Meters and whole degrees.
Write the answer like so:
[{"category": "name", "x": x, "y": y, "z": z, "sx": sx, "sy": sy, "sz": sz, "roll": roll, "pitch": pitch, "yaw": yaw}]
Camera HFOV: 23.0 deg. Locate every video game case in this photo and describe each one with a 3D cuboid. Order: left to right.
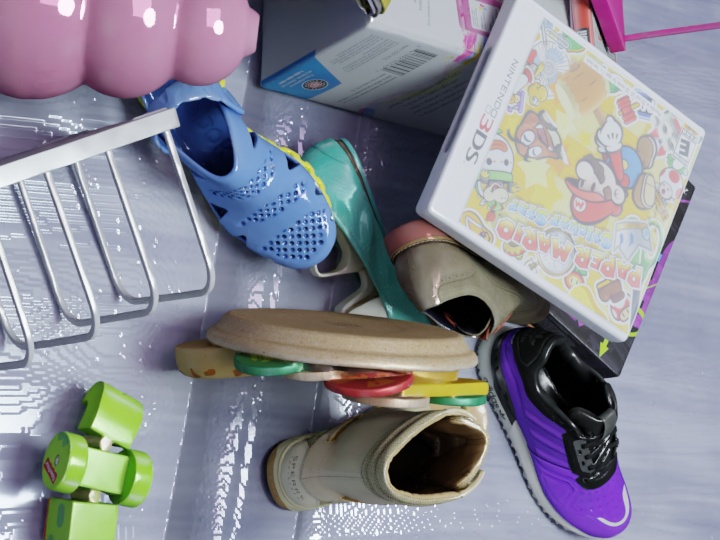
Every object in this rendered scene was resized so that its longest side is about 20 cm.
[{"category": "video game case", "x": 0.152, "y": -0.074, "z": 1.295, "sx": 0.199, "sy": 0.023, "sz": 0.183, "roll": 32, "pitch": 72, "yaw": -26}, {"category": "video game case", "x": 0.189, "y": -0.145, "z": 1.397, "sx": 0.143, "sy": 0.017, "sz": 0.202, "roll": -5, "pitch": 89, "yaw": -75}]

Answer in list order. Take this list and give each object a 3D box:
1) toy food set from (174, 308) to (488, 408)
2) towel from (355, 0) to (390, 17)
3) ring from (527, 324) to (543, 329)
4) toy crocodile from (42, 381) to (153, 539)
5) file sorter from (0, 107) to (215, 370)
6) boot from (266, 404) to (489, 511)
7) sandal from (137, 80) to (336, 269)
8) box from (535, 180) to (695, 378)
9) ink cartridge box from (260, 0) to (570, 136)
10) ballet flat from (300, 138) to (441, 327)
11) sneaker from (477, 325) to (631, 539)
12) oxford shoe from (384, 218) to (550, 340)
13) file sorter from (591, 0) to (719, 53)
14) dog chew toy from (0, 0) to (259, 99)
[{"category": "toy food set", "x": -0.015, "y": 0.060, "z": 1.226, "sx": 0.198, "sy": 0.197, "sz": 0.049, "roll": 3, "pitch": 94, "yaw": -39}, {"category": "towel", "x": 0.021, "y": -0.287, "z": 1.201, "sx": 0.144, "sy": 0.023, "sz": 0.201, "roll": 53, "pitch": 57, "yaw": -42}, {"category": "ring", "x": 0.161, "y": -0.044, "z": 1.485, "sx": 0.199, "sy": 0.019, "sz": 0.203, "roll": 6, "pitch": 80, "yaw": -36}, {"category": "toy crocodile", "x": -0.186, "y": 0.172, "z": 1.167, "sx": 0.067, "sy": 0.061, "sz": 0.202, "roll": 17, "pitch": 77, "yaw": -34}, {"category": "file sorter", "x": -0.214, "y": -0.010, "z": 1.123, "sx": 0.199, "sy": 0.138, "sz": 0.126, "roll": -23, "pitch": 99, "yaw": -37}, {"category": "boot", "x": 0.050, "y": 0.126, "z": 1.285, "sx": 0.199, "sy": 0.155, "sz": 0.074, "roll": -12, "pitch": 89, "yaw": -37}, {"category": "sandal", "x": -0.093, "y": -0.075, "z": 1.246, "sx": 0.079, "sy": 0.087, "sz": 0.200, "roll": -41, "pitch": 106, "yaw": 11}, {"category": "box", "x": 0.197, "y": -0.032, "z": 1.476, "sx": 0.143, "sy": 0.036, "sz": 0.201, "roll": 39, "pitch": 60, "yaw": -26}, {"category": "ink cartridge box", "x": 0.044, "y": -0.175, "z": 1.338, "sx": 0.198, "sy": 0.144, "sz": 0.086, "roll": 13, "pitch": 69, "yaw": -35}, {"category": "ballet flat", "x": 0.000, "y": 0.000, "z": 1.337, "sx": 0.070, "sy": 0.067, "sz": 0.201, "roll": -30, "pitch": 101, "yaw": -12}, {"category": "sneaker", "x": 0.173, "y": 0.132, "z": 1.411, "sx": 0.069, "sy": 0.099, "sz": 0.201, "roll": -40, "pitch": 106, "yaw": -32}, {"category": "oxford shoe", "x": 0.086, "y": 0.023, "z": 1.320, "sx": 0.199, "sy": 0.070, "sz": 0.076, "roll": 19, "pitch": 51, "yaw": -51}, {"category": "file sorter", "x": 0.235, "y": -0.294, "z": 1.348, "sx": 0.139, "sy": 0.124, "sz": 0.202, "roll": 44, "pitch": 42, "yaw": -66}, {"category": "dog chew toy", "x": -0.166, "y": -0.168, "z": 1.162, "sx": 0.198, "sy": 0.125, "sz": 0.126, "roll": 7, "pitch": 76, "yaw": -5}]
